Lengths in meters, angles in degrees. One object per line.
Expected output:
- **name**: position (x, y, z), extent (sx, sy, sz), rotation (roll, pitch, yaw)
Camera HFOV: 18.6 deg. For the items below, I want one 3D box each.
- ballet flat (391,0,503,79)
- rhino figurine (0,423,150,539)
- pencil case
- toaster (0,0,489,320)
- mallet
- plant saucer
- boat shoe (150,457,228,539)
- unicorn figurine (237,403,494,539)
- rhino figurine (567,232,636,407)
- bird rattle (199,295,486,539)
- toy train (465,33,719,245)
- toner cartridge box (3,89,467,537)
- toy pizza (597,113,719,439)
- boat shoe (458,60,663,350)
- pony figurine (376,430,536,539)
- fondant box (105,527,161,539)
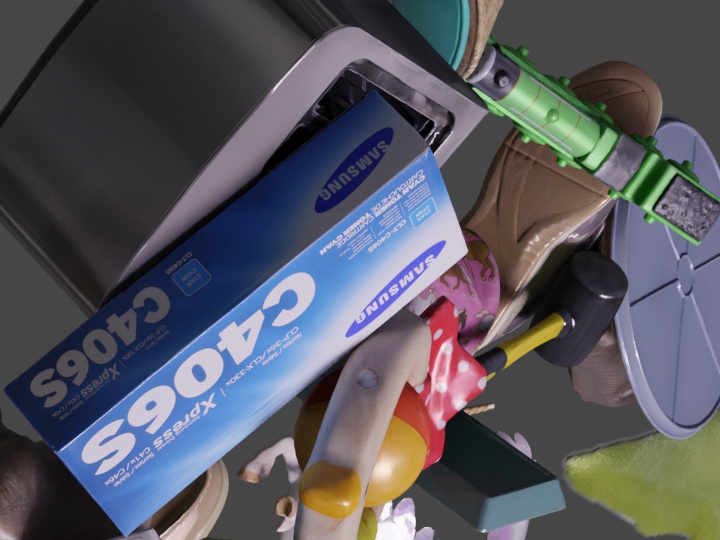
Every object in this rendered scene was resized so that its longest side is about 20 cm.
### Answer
- **ballet flat**: position (0.046, -0.167, 1.038), extent (0.065, 0.070, 0.200), rotation (-39, 152, -17)
- **rhino figurine**: position (-0.176, 0.105, 1.073), extent (0.060, 0.087, 0.200), rotation (-53, 149, 15)
- **pencil case**: position (0.000, 0.000, 1.174), extent (0.200, 0.083, 0.087), rotation (19, 97, -57)
- **toaster**: position (-0.060, -0.062, 0.988), extent (0.181, 0.119, 0.200), rotation (-50, 150, 9)
- **mallet**: position (0.084, 0.039, 1.208), extent (0.200, 0.041, 0.066), rotation (-22, 149, -55)
- **plant saucer**: position (0.021, 0.077, 1.188), extent (0.070, 0.200, 0.019), rotation (-9, 122, -44)
- **boat shoe**: position (-0.160, 0.152, 1.187), extent (0.199, 0.072, 0.065), rotation (-33, 150, -9)
- **unicorn figurine**: position (-0.024, 0.147, 1.346), extent (0.137, 0.074, 0.201), rotation (-8, 132, -60)
- **rhino figurine**: position (0.159, 0.029, 1.434), extent (0.087, 0.060, 0.200), rotation (-40, 148, -2)
- **bird rattle**: position (0.008, 0.086, 1.036), extent (0.200, 0.112, 0.163), rotation (-57, 168, -28)
- **toy train**: position (0.119, -0.072, 1.183), extent (0.199, 0.056, 0.042), rotation (30, 99, -31)
- **toner cartridge box**: position (-0.049, 0.020, 0.941), extent (0.200, 0.043, 0.095), rotation (-40, 152, -8)
- **toy pizza**: position (0.188, 0.004, 1.367), extent (0.200, 0.032, 0.202), rotation (9, 80, -60)
- **boat shoe**: position (0.107, -0.035, 1.284), extent (0.200, 0.072, 0.065), rotation (-55, 162, 12)
- **pony figurine**: position (0.076, 0.231, 1.493), extent (0.166, 0.200, 0.194), rotation (-14, 124, -31)
- **fondant box**: position (-0.179, 0.193, 1.082), extent (0.199, 0.059, 0.144), rotation (-14, 160, 0)
